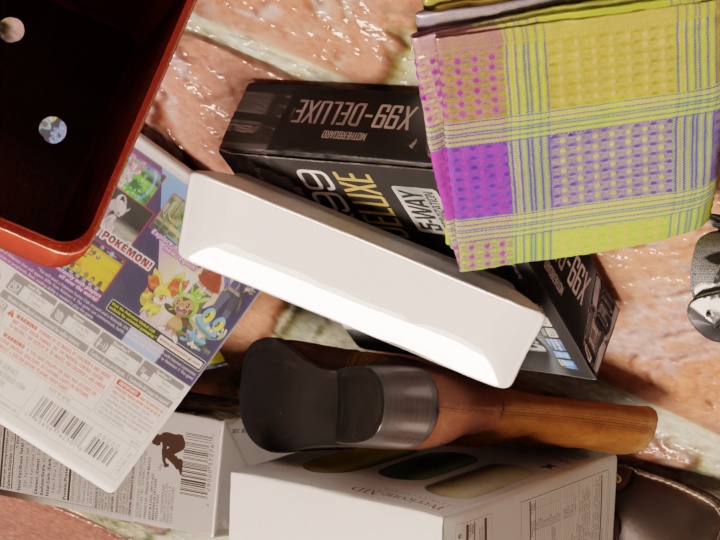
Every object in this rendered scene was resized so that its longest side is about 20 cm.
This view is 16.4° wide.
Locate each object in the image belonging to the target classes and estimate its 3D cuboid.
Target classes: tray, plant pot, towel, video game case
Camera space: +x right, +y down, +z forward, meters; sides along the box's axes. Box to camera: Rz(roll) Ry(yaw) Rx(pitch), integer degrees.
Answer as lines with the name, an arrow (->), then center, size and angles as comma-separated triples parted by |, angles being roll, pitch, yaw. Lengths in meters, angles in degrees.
tray -> 0.000, 0.000, 1.335 | 0.199, 0.022, 0.107 | 22, 154, 2
plant pot -> -0.189, -0.109, 1.216 | 0.199, 0.201, 0.176 | 22, 164, -1
towel -> 0.102, -0.071, 1.180 | 0.143, 0.023, 0.200 | -9, 145, 2
video game case -> -0.167, 0.004, 1.421 | 0.200, 0.183, 0.023 | 36, -178, -25

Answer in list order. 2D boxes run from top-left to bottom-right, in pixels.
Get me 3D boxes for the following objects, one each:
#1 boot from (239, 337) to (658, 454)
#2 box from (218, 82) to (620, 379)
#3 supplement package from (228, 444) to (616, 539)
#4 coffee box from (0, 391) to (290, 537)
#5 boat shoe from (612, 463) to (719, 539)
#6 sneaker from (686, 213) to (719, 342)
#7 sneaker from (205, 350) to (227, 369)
boot -> 0.046, 0.076, 1.481 | 0.199, 0.069, 0.188 | 5, 172, -34
box -> 0.035, -0.021, 1.350 | 0.157, 0.050, 0.200 | 7, 150, 30
supplement package -> 0.038, 0.185, 1.481 | 0.151, 0.152, 0.200 | 9, -169, 33
coffee box -> -0.143, 0.120, 1.652 | 0.199, 0.080, 0.113 | 7, -177, 32
boat shoe -> 0.141, 0.152, 1.564 | 0.199, 0.071, 0.070 | 5, 153, 31
sneaker -> 0.217, -0.004, 1.217 | 0.113, 0.076, 0.200 | 11, 154, 14
sneaker -> -0.135, 0.033, 1.580 | 0.066, 0.079, 0.200 | -15, 179, -19
